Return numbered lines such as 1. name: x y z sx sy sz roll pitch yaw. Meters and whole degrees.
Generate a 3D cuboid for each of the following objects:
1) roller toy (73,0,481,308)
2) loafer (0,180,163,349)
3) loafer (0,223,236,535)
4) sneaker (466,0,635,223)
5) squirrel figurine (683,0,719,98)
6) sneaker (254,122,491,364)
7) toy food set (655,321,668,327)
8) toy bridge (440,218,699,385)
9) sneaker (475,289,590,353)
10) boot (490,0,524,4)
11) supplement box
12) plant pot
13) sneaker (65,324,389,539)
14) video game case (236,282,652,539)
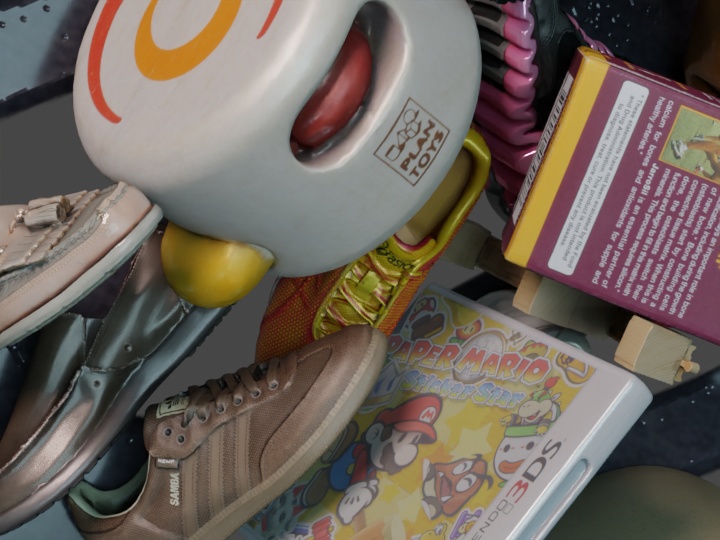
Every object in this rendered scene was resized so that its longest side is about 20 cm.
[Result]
1. roller toy: -0.038 -0.095 0.891 0.140 0.182 0.201 35 41 -41
2. loafer: -0.176 0.001 0.866 0.063 0.200 0.072 49 43 -10
3. loafer: -0.147 0.054 0.942 0.071 0.073 0.200 42 76 -6
4. sneaker: 0.107 -0.108 0.975 0.095 0.079 0.200 -30 135 -16
5. squirrel figurine: 0.279 -0.143 0.973 0.142 0.186 0.200 -47 138 -13
6. sneaker: 0.000 0.000 0.968 0.073 0.077 0.200 30 96 -5
7. toy food set: 0.249 -0.013 1.014 0.197 0.200 0.049 -5 58 14
8. toy bridge: 0.114 0.017 0.957 0.067 0.200 0.027 19 98 -37
9. sneaker: 0.057 0.101 0.992 0.078 0.099 0.200 33 84 -21
10. boot: 0.099 -0.222 0.900 0.198 0.073 0.163 -14 64 -28
11. supplement box: 0.183 -0.025 0.898 0.199 0.086 0.111 22 102 0
12. plant pot: 0.188 0.224 1.029 0.199 0.134 0.201 -2 95 -18
13. sneaker: -0.073 0.088 0.937 0.076 0.070 0.200 43 103 -11
14. video game case: 0.035 0.102 0.933 0.182 0.200 0.023 -50 120 -9
